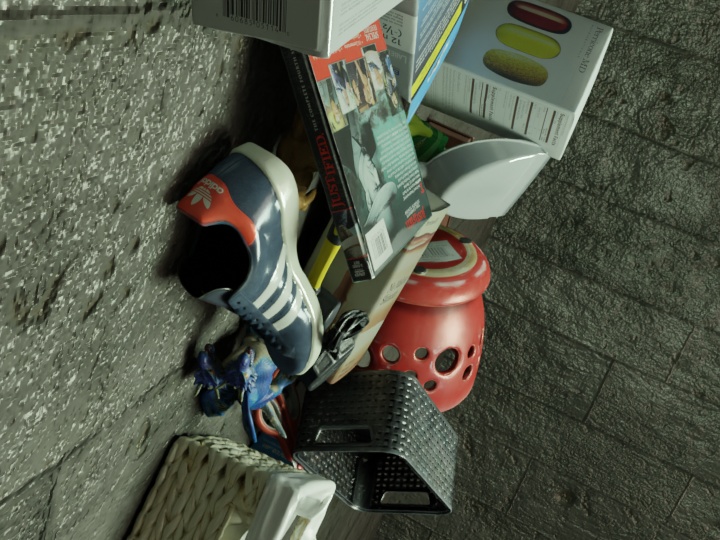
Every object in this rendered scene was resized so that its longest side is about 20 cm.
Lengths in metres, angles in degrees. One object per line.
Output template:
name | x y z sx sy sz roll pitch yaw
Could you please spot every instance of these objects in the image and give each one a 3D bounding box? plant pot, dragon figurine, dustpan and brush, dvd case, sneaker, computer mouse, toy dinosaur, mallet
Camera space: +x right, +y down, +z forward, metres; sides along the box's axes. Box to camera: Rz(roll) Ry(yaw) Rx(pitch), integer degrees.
plant pot | 0.062 0.046 0.988 0.201 0.197 0.186 -47 149 -56
dragon figurine | -0.103 0.110 0.699 0.100 0.058 0.202 -56 163 -39
dustpan and brush | 0.099 -0.108 0.908 0.196 0.058 0.140 -9 155 -23
dvd case | -0.001 -0.112 0.575 0.146 0.022 0.204 -45 120 -59
sneaker | -0.083 0.012 0.564 0.084 0.074 0.203 -38 137 -31
computer mouse | -0.028 0.062 0.679 0.058 0.034 0.200 -40 172 -19
toy dinosaur | -0.043 -0.094 0.592 0.106 0.060 0.203 -45 155 -56
sneaker | 0.073 -0.114 0.988 0.075 0.082 0.201 -61 167 -19
mallet | -0.018 -0.016 0.695 0.041 0.066 0.201 -49 178 -47

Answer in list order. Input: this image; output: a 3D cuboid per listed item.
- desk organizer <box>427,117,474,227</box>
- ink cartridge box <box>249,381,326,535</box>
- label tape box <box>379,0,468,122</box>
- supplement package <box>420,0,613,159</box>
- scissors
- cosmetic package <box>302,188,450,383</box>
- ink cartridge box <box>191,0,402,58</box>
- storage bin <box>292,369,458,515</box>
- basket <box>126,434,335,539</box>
desk organizer | 0.094 -0.103 1.131 0.077 0.071 0.202 -50 160 -44
ink cartridge box | -0.073 0.215 0.992 0.200 0.067 0.117 -51 159 -50
label tape box | 0.050 -0.249 0.700 0.145 0.065 0.201 -61 169 -23
supplement package | 0.158 -0.228 0.874 0.115 0.197 0.110 -63 167 -13
scissors | -0.069 0.204 0.879 0.073 0.014 0.203 -52 128 -51
cosmetic package | 0.000 0.000 0.804 0.202 0.086 0.103 -61 167 18
ink cartridge box | -0.006 -0.238 0.422 0.200 0.082 0.178 -52 155 -50
storage bin | 0.023 0.202 0.910 0.201 0.133 0.095 56 37 -47
basket | -0.114 0.233 0.725 0.138 0.121 0.200 -64 168 -10
